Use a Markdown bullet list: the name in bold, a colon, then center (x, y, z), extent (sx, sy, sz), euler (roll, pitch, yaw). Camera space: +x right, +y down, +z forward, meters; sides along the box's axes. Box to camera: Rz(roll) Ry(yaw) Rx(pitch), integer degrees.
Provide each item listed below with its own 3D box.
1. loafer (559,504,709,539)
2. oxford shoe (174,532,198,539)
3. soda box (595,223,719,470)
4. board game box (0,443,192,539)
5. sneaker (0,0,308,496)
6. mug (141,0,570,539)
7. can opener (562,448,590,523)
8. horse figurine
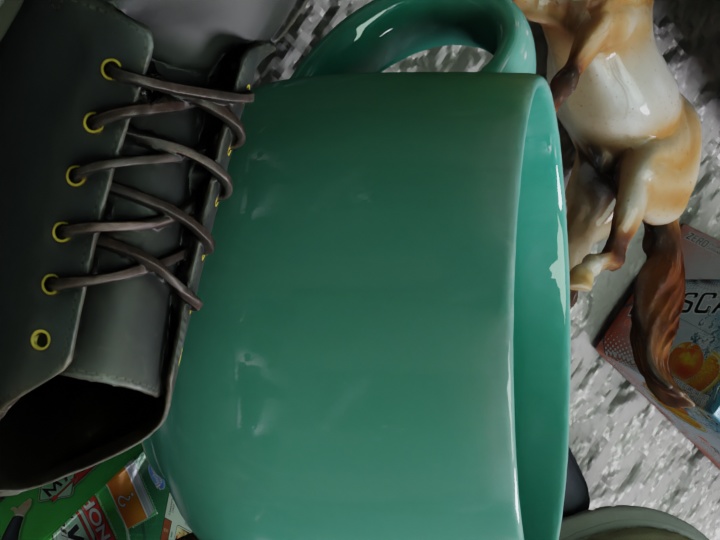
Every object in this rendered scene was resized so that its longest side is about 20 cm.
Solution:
- **loafer**: center (0.067, 0.135, 0.990), extent (0.200, 0.070, 0.075), euler (-1, 130, -41)
- **oxford shoe**: center (-0.111, 0.133, 0.835), extent (0.200, 0.073, 0.084), euler (-33, 129, 1)
- **soda box**: center (0.177, 0.062, 1.106), extent (0.064, 0.068, 0.200), euler (-55, 137, -5)
- **board game box**: center (-0.050, 0.121, 0.951), extent (0.135, 0.029, 0.200), euler (-43, 136, -17)
- **sneaker**: center (-0.049, -0.034, 0.688), extent (0.075, 0.106, 0.200), euler (11, 134, -36)
- **mug**: center (0.000, 0.011, 0.819), extent (0.185, 0.114, 0.152), euler (-70, 157, -63)
- **can opener**: center (0.038, 0.038, 0.964), extent (0.079, 0.063, 0.200), euler (-42, 136, -9)
- **horse figurine**: center (0.084, -0.053, 0.954), extent (0.133, 0.050, 0.200), euler (-50, 131, -45)
